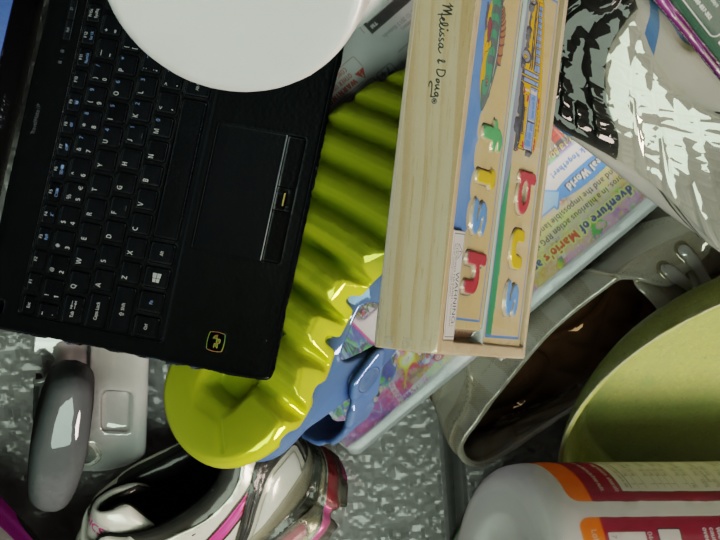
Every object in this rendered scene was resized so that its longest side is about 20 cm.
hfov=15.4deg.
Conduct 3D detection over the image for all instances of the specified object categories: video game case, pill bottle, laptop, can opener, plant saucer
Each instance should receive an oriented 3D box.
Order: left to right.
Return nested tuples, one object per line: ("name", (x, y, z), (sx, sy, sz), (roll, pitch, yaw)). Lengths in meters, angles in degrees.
("laptop", (-0.121, -0.065, 1.050), (0.200, 0.103, 0.177), (11, 84, 12))
("can opener", (-0.118, 0.012, 1.174), (0.053, 0.066, 0.200), (3, 116, -4))
("pill bottle", (-0.026, -0.150, 0.984), (0.113, 0.200, 0.113), (6, 120, 10))
("video game case", (0.014, -0.042, 1.141), (0.200, 0.024, 0.182), (-40, 115, 7))
("pill bottle", (0.150, 0.138, 1.166), (0.200, 0.110, 0.110), (2, 123, -24))
("plant saucer", (0.180, 0.052, 1.185), (0.200, 0.031, 0.200), (-12, 144, -9))

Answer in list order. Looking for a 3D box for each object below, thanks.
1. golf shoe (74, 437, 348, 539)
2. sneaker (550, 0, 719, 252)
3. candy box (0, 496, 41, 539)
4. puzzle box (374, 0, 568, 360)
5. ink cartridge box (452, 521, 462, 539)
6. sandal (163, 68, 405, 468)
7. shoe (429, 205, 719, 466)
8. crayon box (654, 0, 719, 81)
("golf shoe", (-0.106, 0.129, 1.230), (0.200, 0.073, 0.092), (-40, 133, 15))
("sneaker", (0.119, -0.075, 1.099), (0.200, 0.072, 0.072), (43, 106, -6))
("candy box", (-0.228, 0.180, 1.235), (0.136, 0.061, 0.200), (43, 119, 19))
("puzzle box", (0.047, -0.066, 1.000), (0.025, 0.133, 0.200), (7, 90, 17))
("ink cartridge box", (0.124, 0.206, 1.281), (0.200, 0.084, 0.145), (18, 120, -12))
("sandal", (0.000, 0.000, 1.112), (0.200, 0.079, 0.087), (-51, 151, 4))
("shoe", (0.118, 0.024, 1.187), (0.200, 0.053, 0.070), (-33, 116, 18))
("crayon box", (0.112, -0.158, 1.003), (0.058, 0.173, 0.200), (-35, 116, 13))
